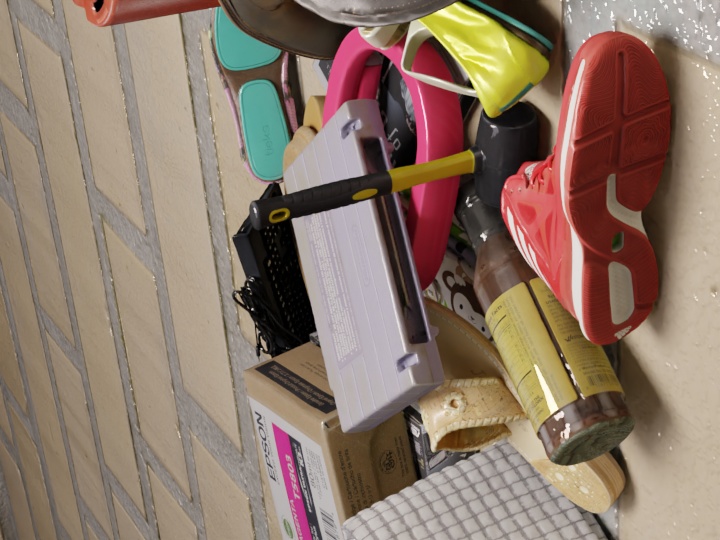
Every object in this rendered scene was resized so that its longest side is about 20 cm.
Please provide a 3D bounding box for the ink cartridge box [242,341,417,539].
[{"bbox_3d":[-0.016,0.179,1.287,0.164,0.074,0.203,20,127,60],"label":"ink cartridge box"}]

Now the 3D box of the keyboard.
[{"bbox_3d":[-0.060,0.028,1.350,0.039,0.105,0.201,9,139,26],"label":"keyboard"}]

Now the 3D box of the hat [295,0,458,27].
[{"bbox_3d":[0.034,-0.231,0.945,0.202,0.200,0.081,59,-167,25],"label":"hat"}]

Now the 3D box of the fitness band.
[{"bbox_3d":[0.020,-0.075,1.093,0.144,0.037,0.202,49,141,44],"label":"fitness band"}]

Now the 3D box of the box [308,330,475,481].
[{"bbox_3d":[0.030,0.151,1.320,0.200,0.049,0.160,34,138,55],"label":"box"}]

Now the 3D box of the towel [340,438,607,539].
[{"bbox_3d":[0.099,0.229,1.086,0.200,0.164,0.086,52,155,38],"label":"towel"}]

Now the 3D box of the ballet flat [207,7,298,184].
[{"bbox_3d":[-0.089,-0.175,1.330,0.071,0.068,0.203,-96,-3,-69],"label":"ballet flat"}]

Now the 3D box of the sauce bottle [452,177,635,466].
[{"bbox_3d":[0.114,0.027,1.017,0.065,0.064,0.202,109,146,-55],"label":"sauce bottle"}]

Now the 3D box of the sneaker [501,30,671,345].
[{"bbox_3d":[0.119,-0.061,0.925,0.115,0.078,0.202,41,142,47],"label":"sneaker"}]

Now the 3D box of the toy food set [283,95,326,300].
[{"bbox_3d":[-0.020,-0.025,1.272,0.199,0.048,0.201,91,162,-52],"label":"toy food set"}]

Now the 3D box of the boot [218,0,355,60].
[{"bbox_3d":[-0.050,-0.199,1.057,0.096,0.075,0.199,20,169,47],"label":"boot"}]

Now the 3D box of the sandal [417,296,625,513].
[{"bbox_3d":[0.078,0.102,1.051,0.211,0.070,0.078,40,149,10],"label":"sandal"}]

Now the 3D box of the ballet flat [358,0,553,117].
[{"bbox_3d":[0.037,-0.163,0.997,0.200,0.067,0.067,41,101,32],"label":"ballet flat"}]

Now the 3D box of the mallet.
[{"bbox_3d":[0.025,-0.050,0.993,0.041,0.198,0.066,-126,21,-47],"label":"mallet"}]

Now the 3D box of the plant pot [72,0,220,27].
[{"bbox_3d":[-0.126,-0.277,1.154,0.201,0.193,0.203,47,147,44],"label":"plant pot"}]

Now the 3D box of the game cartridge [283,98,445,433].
[{"bbox_3d":[0.000,0.000,1.075,0.130,0.038,0.203,135,124,-63],"label":"game cartridge"}]

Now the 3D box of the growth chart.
[{"bbox_3d":[0.070,0.033,1.156,0.144,0.018,0.202,31,136,41],"label":"growth chart"}]

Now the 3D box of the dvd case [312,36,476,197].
[{"bbox_3d":[0.025,-0.148,1.134,0.151,0.024,0.200,62,155,19],"label":"dvd case"}]
